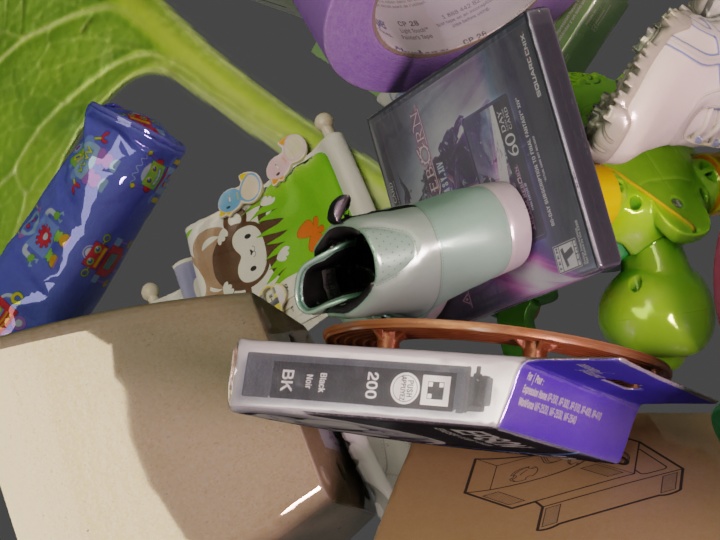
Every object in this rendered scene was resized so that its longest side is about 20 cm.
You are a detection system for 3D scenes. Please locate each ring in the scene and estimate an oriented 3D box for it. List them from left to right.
[{"bbox_3d":[0.077,0.055,1.024,0.199,0.200,0.019,-1,77,31],"label":"ring"}]

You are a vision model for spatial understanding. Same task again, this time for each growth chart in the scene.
[{"bbox_3d":[-0.068,-0.003,1.241,0.200,0.018,0.145,-41,58,14],"label":"growth chart"}]

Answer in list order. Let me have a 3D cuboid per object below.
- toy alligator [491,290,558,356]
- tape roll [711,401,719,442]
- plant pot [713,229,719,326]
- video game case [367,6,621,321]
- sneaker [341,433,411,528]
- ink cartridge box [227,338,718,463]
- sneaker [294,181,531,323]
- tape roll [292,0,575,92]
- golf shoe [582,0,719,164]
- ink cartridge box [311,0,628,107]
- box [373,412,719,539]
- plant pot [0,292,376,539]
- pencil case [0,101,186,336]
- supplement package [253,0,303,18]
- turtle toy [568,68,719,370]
[{"bbox_3d":[0.076,-0.028,1.133,0.054,0.059,0.201,-37,61,17],"label":"toy alligator"},{"bbox_3d":[0.261,0.117,0.864,0.048,0.201,0.200,-47,56,-7],"label":"tape roll"},{"bbox_3d":[0.291,0.006,0.927,0.179,0.199,0.201,7,80,48],"label":"plant pot"},{"bbox_3d":[0.070,-0.049,1.032,0.200,0.019,0.144,-26,78,61],"label":"video game case"},{"bbox_3d":[0.041,0.119,1.120,0.082,0.075,0.201,-22,67,3],"label":"sneaker"},{"bbox_3d":[0.065,0.069,0.926,0.199,0.198,0.044,1,81,25],"label":"ink cartridge box"},{"bbox_3d":[0.000,0.000,1.036,0.200,0.118,0.074,-33,71,61],"label":"sneaker"},{"bbox_3d":[0.054,-0.195,1.056,0.200,0.200,0.066,-38,62,17],"label":"tape roll"},{"bbox_3d":[0.198,-0.101,1.011,0.097,0.200,0.078,41,136,9],"label":"golf shoe"},{"bbox_3d":[0.059,-0.166,1.192,0.200,0.048,0.146,37,97,31],"label":"ink cartridge box"},{"bbox_3d":[0.117,0.122,0.991,0.199,0.164,0.021,-2,114,15],"label":"box"},{"bbox_3d":[-0.104,0.118,1.122,0.176,0.200,0.201,-25,73,8],"label":"plant pot"},{"bbox_3d":[-0.206,-0.028,1.296,0.087,0.078,0.201,35,95,36],"label":"pencil case"},{"bbox_3d":[-0.080,-0.306,1.277,0.155,0.111,0.201,23,90,34],"label":"supplement package"},{"bbox_3d":[0.148,-0.036,1.056,0.201,0.145,0.101,62,140,29],"label":"turtle toy"}]
